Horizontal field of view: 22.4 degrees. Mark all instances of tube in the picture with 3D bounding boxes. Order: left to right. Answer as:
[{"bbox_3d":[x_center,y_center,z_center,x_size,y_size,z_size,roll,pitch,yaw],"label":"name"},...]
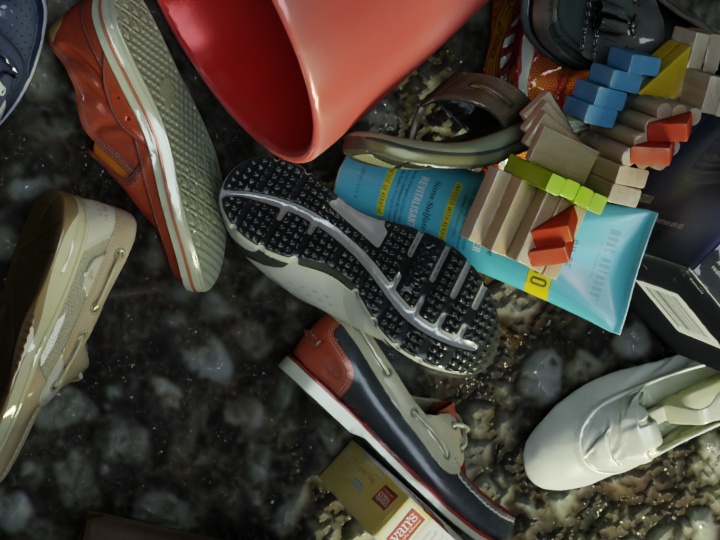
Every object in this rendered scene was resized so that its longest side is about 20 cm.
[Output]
[{"bbox_3d":[0.082,-0.029,1.142,0.200,0.050,0.078,19,100,19],"label":"tube"}]

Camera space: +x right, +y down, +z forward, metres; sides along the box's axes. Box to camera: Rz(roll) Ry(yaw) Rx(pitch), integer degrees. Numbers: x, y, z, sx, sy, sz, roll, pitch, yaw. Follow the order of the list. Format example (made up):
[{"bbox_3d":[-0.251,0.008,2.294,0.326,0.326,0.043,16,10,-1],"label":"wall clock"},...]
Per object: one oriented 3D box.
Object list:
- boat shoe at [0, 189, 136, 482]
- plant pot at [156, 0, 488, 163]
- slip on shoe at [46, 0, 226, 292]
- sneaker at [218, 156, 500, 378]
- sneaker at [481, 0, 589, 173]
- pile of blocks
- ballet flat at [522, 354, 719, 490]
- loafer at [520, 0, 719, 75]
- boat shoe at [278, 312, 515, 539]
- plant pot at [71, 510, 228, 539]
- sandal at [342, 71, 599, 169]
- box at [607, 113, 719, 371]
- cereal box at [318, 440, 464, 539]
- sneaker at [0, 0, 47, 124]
[{"bbox_3d":[-0.196,0.049,1.125,0.065,0.072,0.200,15,103,-37],"label":"boat shoe"},{"bbox_3d":[-0.013,-0.193,1.083,0.177,0.200,0.201,-33,105,-17],"label":"plant pot"},{"bbox_3d":[-0.135,-0.078,1.130,0.061,0.074,0.200,-13,111,23],"label":"slip on shoe"},{"bbox_3d":[0.000,0.000,1.146,0.200,0.080,0.074,35,73,1],"label":"sneaker"},{"bbox_3d":[0.127,-0.154,1.189,0.077,0.073,0.201,7,104,-30],"label":"sneaker"},{"bbox_3d":[0.148,-0.076,1.070,0.200,0.062,0.082,-46,123,-9],"label":"pile of blocks"},{"bbox_3d":[0.206,0.096,1.242,0.200,0.069,0.070,-23,104,-10],"label":"ballet flat"},{"bbox_3d":[0.180,-0.152,1.149,0.200,0.063,0.072,9,95,-50],"label":"loafer"},{"bbox_3d":[0.035,0.105,1.198,0.200,0.071,0.063,44,83,-12],"label":"boat shoe"},{"bbox_3d":[-0.099,0.247,1.125,0.198,0.200,0.201,19,93,-10],"label":"plant pot"},{"bbox_3d":[0.078,-0.096,1.112,0.200,0.080,0.058,-13,98,-25],"label":"sandal"},{"bbox_3d":[0.270,-0.041,1.168,0.198,0.200,0.123,-43,106,-6],"label":"box"},{"bbox_3d":[0.067,0.201,1.180,0.040,0.144,0.200,-46,107,-4],"label":"cereal box"},{"bbox_3d":[-0.246,-0.089,1.069,0.070,0.108,0.200,36,88,-18],"label":"sneaker"}]
